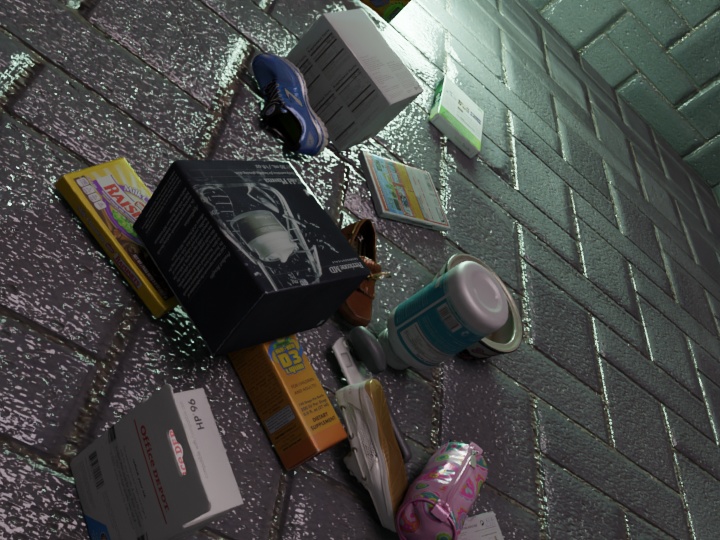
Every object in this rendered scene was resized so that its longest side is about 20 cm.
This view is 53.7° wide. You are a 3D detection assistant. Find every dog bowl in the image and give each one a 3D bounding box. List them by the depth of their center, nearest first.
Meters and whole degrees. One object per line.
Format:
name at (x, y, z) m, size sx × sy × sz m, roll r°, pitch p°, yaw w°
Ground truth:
dog bowl at (0.200, 0.072, 1.286) m, size 0.200 × 0.074 × 0.201 m, roll 30°, pitch 42°, yaw -30°

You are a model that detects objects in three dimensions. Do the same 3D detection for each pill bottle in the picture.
pill bottle at (0.117, 0.078, 1.079) m, size 0.111 × 0.200 × 0.111 m, roll 29°, pitch 43°, yaw -30°

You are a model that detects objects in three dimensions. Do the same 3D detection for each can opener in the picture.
can opener at (0.022, 0.177, 1.004) m, size 0.053 × 0.067 × 0.201 m, roll -8°, pitch 67°, yaw -50°

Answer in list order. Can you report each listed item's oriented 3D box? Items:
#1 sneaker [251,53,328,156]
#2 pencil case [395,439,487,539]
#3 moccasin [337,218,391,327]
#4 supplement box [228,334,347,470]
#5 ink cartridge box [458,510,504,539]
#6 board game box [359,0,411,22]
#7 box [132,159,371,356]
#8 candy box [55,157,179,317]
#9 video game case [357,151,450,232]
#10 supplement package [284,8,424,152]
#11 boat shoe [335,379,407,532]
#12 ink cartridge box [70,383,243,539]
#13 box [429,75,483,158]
sneaker at (-0.132, -0.286, 1.215) m, size 0.089 × 0.078 × 0.200 m, roll -17°, pitch 74°, yaw -55°
pencil case at (0.115, 0.300, 0.963) m, size 0.088 × 0.087 × 0.200 m, roll 56°, pitch 25°, yaw 5°
moccasin at (0.001, 0.001, 1.120) m, size 0.074 × 0.078 × 0.202 m, roll 33°, pitch 40°, yaw -25°
supplement box at (-0.100, 0.142, 0.899) m, size 0.066 × 0.069 × 0.200 m, roll -13°, pitch 68°, yaw -54°
ink cartridge box at (0.173, 0.441, 0.973) m, size 0.119 × 0.042 × 0.201 m, roll 7°, pitch 52°, yaw -44°
board game box at (0.054, -0.783, 1.736) m, size 0.199 × 0.200 × 0.201 m, roll 22°, pitch 46°, yaw -36°
box at (-0.129, -0.024, 0.867) m, size 0.200 × 0.124 × 0.197 m, roll -12°, pitch 61°, yaw -54°
candy box at (-0.274, -0.045, 0.883) m, size 0.200 × 0.026 × 0.102 m, roll 53°, pitch 32°, yaw -1°
video game case at (0.088, -0.152, 1.399) m, size 0.199 × 0.017 × 0.144 m, roll 10°, pitch 54°, yaw -44°
supplement package at (-0.018, -0.359, 1.340) m, size 0.200 × 0.151 × 0.152 m, roll 53°, pitch 36°, yaw 0°
boat shoe at (0.013, 0.246, 0.941) m, size 0.071 × 0.069 × 0.201 m, roll -8°, pitch 85°, yaw -72°
ink cartridge box at (-0.181, 0.187, 0.653) m, size 0.068 × 0.200 × 0.116 m, roll -4°, pitch 64°, yaw -49°
box at (0.238, -0.378, 1.744) m, size 0.144 × 0.036 × 0.200 m, roll 39°, pitch 37°, yaw -19°
